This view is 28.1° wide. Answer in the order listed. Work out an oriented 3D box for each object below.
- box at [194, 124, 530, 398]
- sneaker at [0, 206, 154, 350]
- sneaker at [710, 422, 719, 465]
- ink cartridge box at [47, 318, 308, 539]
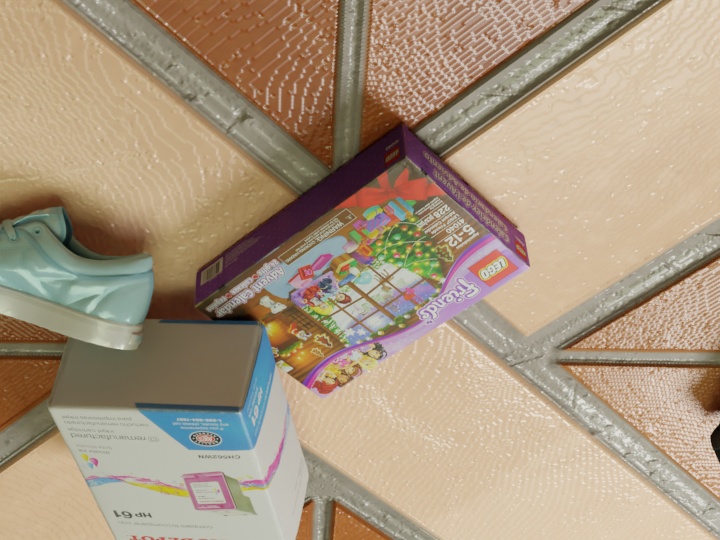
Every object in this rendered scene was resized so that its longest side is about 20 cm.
[{"bbox_3d":[0.000,0.000,1.020,0.200,0.039,0.137,-34,126,26],"label":"box"},{"bbox_3d":[-0.237,-0.012,0.992,0.200,0.074,0.082,18,93,-8],"label":"sneaker"},{"bbox_3d":[0.377,0.144,1.145,0.200,0.077,0.111,16,124,-11],"label":"sneaker"},{"bbox_3d":[-0.129,0.129,1.076,0.144,0.085,0.200,0,141,11],"label":"ink cartridge box"}]
